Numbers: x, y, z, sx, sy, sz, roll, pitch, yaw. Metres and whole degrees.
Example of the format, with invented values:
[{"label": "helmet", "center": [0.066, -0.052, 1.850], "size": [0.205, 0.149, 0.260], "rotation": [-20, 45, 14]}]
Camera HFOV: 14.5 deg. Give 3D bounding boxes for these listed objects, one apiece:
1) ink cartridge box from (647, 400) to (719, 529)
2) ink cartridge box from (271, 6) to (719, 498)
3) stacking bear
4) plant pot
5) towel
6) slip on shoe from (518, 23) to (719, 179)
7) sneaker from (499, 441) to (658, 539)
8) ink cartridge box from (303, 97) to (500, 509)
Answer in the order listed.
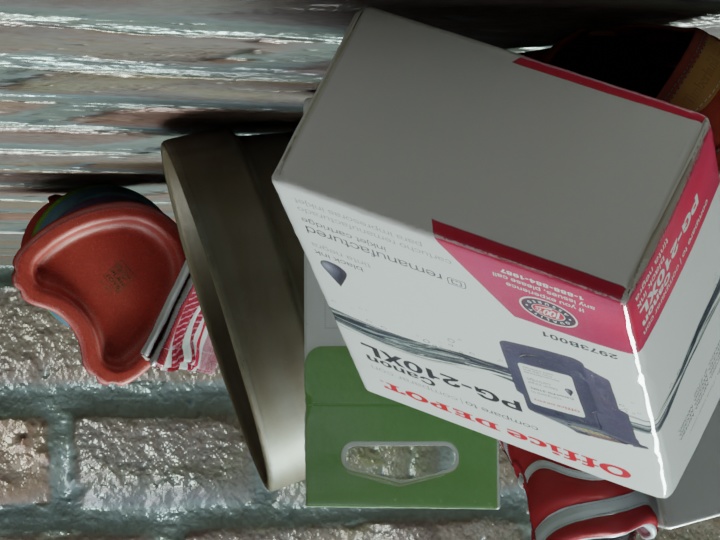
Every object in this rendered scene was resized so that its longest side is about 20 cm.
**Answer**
[{"label": "ink cartridge box", "center": [0.194, 0.067, 1.623], "size": [0.128, 0.125, 0.200], "rotation": [-14, 180, -8]}, {"label": "ink cartridge box", "center": [0.064, -0.002, 1.106], "size": [0.145, 0.084, 0.200], "rotation": [20, 160, 19]}, {"label": "stacking bear", "center": [-0.190, -0.009, 2.009], "size": [0.114, 0.121, 0.200], "rotation": [-41, -163, -6]}, {"label": "plant pot", "center": [0.000, 0.000, 1.554], "size": [0.173, 0.200, 0.200], "rotation": [-18, 180, -7]}, {"label": "towel", "center": [-0.094, 0.003, 1.919], "size": [0.023, 0.144, 0.200], "rotation": [25, 180, 7]}, {"label": "slip on shoe", "center": [0.088, -0.070, 1.134], "size": [0.061, 0.074, 0.200], "rotation": [42, 161, -29]}, {"label": "sneaker", "center": [0.107, 0.102, 1.567], "size": [0.071, 0.113, 0.200], "rotation": [-13, -176, -10]}, {"label": "ink cartridge box", "center": [0.030, 0.014, 1.378], "size": [0.104, 0.200, 0.059], "rotation": [-1, 178, 21]}]
